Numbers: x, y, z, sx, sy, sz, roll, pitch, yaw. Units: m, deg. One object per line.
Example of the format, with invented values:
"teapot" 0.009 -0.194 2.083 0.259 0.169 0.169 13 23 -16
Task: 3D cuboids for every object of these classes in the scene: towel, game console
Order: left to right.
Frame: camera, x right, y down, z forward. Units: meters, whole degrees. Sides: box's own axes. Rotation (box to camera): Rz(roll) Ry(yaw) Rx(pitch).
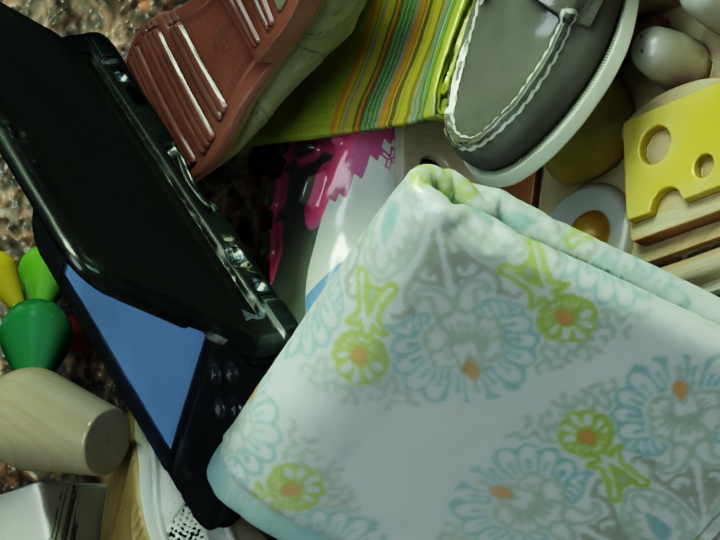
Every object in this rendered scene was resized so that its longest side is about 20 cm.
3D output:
"game console" -0.120 -0.009 1.017 0.200 0.116 0.176 56 141 35
"towel" -0.018 -0.096 1.074 0.199 0.018 0.086 -4 62 51
"towel" 0.064 0.061 0.963 0.172 0.199 0.048 -56 19 30

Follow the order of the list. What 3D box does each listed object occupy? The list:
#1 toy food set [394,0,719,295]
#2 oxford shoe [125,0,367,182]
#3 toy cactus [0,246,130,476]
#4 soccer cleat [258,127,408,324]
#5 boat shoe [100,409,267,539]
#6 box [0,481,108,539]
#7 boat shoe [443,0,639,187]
"toy food set" 0.091 -0.053 0.996 0.199 0.060 0.144 -22 59 42
"oxford shoe" -0.041 -0.093 1.048 0.200 0.075 0.071 -42 71 53
"toy cactus" -0.174 0.068 1.120 0.164 0.200 0.103 13 126 36
"soccer cleat" 0.000 0.000 1.085 0.070 0.086 0.201 -26 47 58
"boat shoe" -0.071 0.133 1.081 0.200 0.069 0.071 -110 29 -54
"box" -0.139 0.203 1.132 0.082 0.068 0.201 -21 75 24
"boat shoe" 0.079 -0.132 0.969 0.072 0.060 0.202 19 81 47
